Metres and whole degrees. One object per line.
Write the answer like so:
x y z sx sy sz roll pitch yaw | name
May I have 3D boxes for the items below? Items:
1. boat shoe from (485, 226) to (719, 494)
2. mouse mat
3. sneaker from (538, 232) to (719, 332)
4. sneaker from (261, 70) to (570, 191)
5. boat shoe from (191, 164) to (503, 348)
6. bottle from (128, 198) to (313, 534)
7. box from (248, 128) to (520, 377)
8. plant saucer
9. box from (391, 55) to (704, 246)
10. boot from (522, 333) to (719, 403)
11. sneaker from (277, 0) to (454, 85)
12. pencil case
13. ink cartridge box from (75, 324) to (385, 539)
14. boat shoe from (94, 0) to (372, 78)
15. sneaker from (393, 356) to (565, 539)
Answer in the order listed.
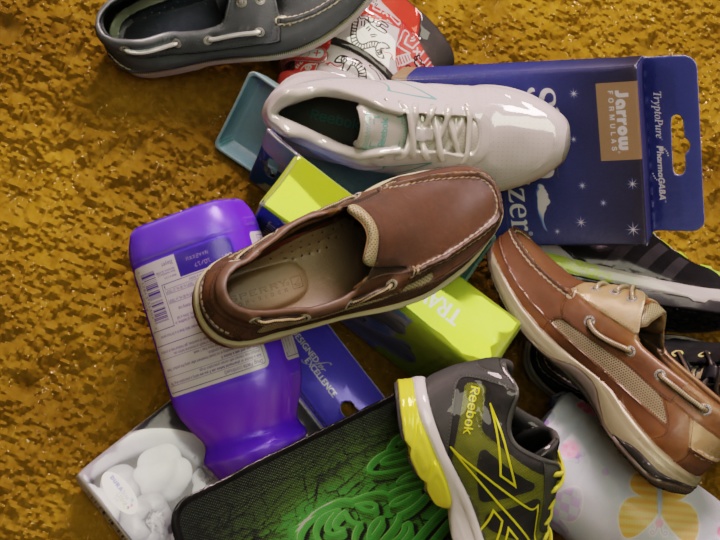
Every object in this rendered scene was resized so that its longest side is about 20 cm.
0.162 0.045 0.845 0.074 0.075 0.200 -46 66 18 | boat shoe
-0.012 0.173 0.818 0.199 0.008 0.162 -24 109 -29 | mouse mat
0.197 -0.010 0.948 0.198 0.072 0.084 11 74 -10 | sneaker
0.032 -0.085 0.843 0.198 0.080 0.071 6 99 7 | sneaker
0.003 -0.010 0.774 0.201 0.075 0.075 -26 84 -18 | boat shoe
-0.079 0.060 0.825 0.083 0.065 0.202 -19 88 19 | bottle
0.000 0.000 0.876 0.199 0.122 0.048 38 74 -2 | box
-0.004 -0.057 0.915 0.199 0.070 0.019 34 36 1 | plant saucer
0.123 -0.077 0.887 0.198 0.032 0.122 0 111 21 | box
0.223 0.067 0.893 0.202 0.154 0.074 20 74 -7 | boot
-0.037 -0.177 0.935 0.201 0.067 0.108 43 70 -3 | sneaker
0.186 0.167 0.869 0.199 0.091 0.083 35 68 18 | pencil case
-0.047 0.149 0.875 0.200 0.043 0.199 -39 88 -18 | ink cartridge box
-0.083 -0.178 0.887 0.198 0.062 0.074 -14 78 13 | boat shoe
0.093 0.140 0.815 0.084 0.075 0.201 -25 114 13 | sneaker
